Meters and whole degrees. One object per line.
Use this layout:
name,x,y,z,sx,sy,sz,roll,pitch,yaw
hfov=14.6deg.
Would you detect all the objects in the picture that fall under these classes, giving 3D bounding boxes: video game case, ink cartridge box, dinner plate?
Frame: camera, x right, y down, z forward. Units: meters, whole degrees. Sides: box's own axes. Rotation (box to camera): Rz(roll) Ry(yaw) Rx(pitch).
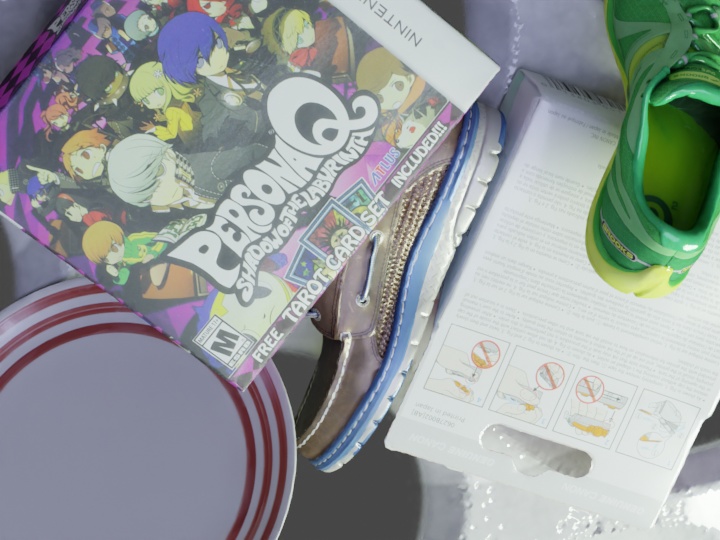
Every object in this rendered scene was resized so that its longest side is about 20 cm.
video game case,-0.063,-0.073,1.302,0.181,0.036,0.200,38,93,-23
ink cartridge box,0.116,0.017,1.427,0.161,0.050,0.200,19,109,-16
dinner plate,-0.126,0.098,1.366,0.200,0.200,0.024,-31,156,3

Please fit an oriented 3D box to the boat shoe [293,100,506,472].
boat shoe,0.000,0.000,1.392,0.072,0.072,0.200,22,96,-12

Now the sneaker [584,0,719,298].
sneaker,0.157,-0.086,1.341,0.074,0.084,0.201,12,72,-18
